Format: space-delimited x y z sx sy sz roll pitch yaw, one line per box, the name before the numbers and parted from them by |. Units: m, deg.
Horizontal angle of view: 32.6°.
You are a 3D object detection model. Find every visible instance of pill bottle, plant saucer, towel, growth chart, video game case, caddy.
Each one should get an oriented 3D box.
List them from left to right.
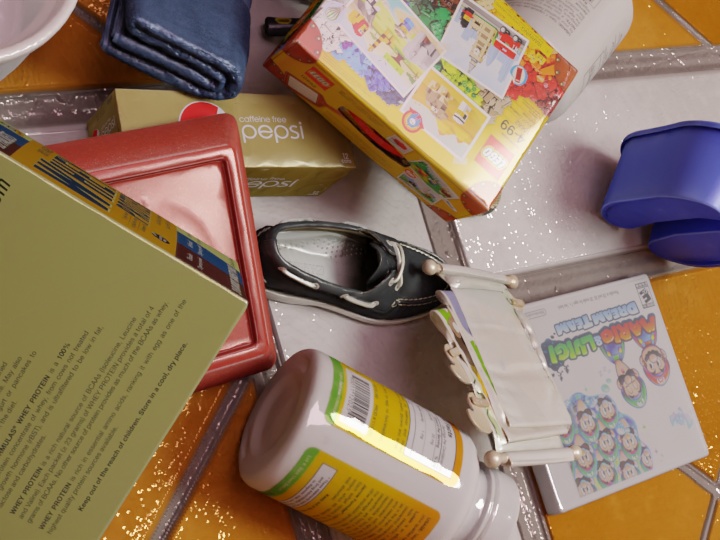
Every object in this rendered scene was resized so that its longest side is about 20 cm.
plant saucer | -0.152 0.001 0.875 0.199 0.037 0.201 -15 102 -31
towel | -0.137 -0.215 0.967 0.111 0.049 0.200 25 37 -23
pill bottle | 0.018 0.151 0.929 0.200 0.111 0.111 30 60 -20
growth chart | 0.112 0.073 1.000 0.144 0.018 0.201 15 47 -42
pill bottle | 0.160 -0.200 1.141 0.114 0.114 0.200 46 58 -10
video game case | 0.219 0.107 1.124 0.199 0.024 0.183 -12 80 -35
caddy | 0.321 -0.079 1.157 0.141 0.200 0.105 32 75 -21

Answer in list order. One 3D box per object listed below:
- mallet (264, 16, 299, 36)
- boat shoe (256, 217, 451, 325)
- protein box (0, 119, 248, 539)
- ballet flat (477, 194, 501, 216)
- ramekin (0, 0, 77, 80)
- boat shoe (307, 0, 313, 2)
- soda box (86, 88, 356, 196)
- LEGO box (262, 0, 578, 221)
mallet | 0.020 -0.205 1.058 0.199 0.041 0.066 -7 46 -10
boat shoe | 0.000 0.000 1.002 0.199 0.060 0.076 2 71 -32
protein box | -0.206 0.037 0.754 0.200 0.135 0.199 32 94 -13
ballet flat | 0.058 -0.118 1.071 0.200 0.075 0.068 40 70 -15
ramekin | -0.305 -0.217 0.867 0.200 0.098 0.201 11 67 -28
boat shoe | -0.053 -0.286 1.030 0.200 0.064 0.071 39 81 -45
soda box | -0.106 -0.098 0.966 0.199 0.068 0.064 -4 74 -33
LEGO box | 0.049 -0.161 0.978 0.200 0.077 0.149 39 72 -15
